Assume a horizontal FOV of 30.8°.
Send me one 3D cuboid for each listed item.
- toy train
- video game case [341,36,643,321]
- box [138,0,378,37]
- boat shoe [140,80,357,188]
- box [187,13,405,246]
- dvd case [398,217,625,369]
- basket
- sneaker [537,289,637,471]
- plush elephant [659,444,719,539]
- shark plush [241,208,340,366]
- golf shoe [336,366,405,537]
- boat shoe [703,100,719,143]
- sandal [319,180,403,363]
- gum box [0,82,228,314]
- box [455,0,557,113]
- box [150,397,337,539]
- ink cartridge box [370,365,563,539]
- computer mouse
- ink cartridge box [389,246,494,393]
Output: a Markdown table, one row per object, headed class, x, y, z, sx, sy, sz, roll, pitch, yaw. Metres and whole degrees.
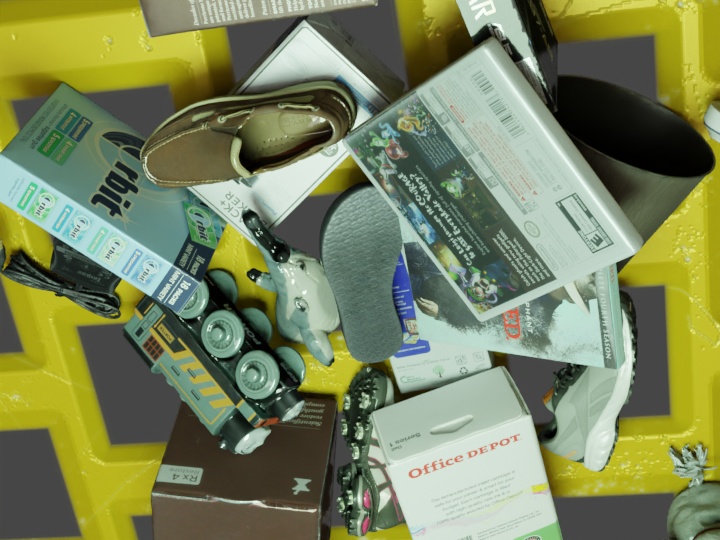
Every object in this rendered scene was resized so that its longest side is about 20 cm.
| class | x | y | z | sx | sy | sz | roll | pitch | yaw |
| --- | --- | --- | --- | --- | --- | --- | --- | --- | --- |
| toy train | -0.141 | 0.083 | 1.273 | 0.200 | 0.085 | 0.114 | 47 | 108 | 15 |
| video game case | 0.102 | -0.066 | 1.054 | 0.200 | 0.023 | 0.182 | 52 | 137 | -10 |
| box | -0.081 | -0.255 | 1.098 | 0.199 | 0.100 | 0.075 | -4 | 118 | 10 |
| boat shoe | -0.105 | -0.112 | 1.125 | 0.202 | 0.075 | 0.075 | -17 | 114 | 17 |
| box | -0.068 | -0.130 | 1.188 | 0.117 | 0.060 | 0.200 | 42 | 116 | -15 |
| dvd case | 0.127 | 0.006 | 1.128 | 0.199 | 0.022 | 0.147 | 7 | 120 | 33 |
| basket | 0.188 | -0.050 | 1.159 | 0.180 | 0.136 | 0.200 | 8 | 129 | -26 |
| sneaker | 0.223 | 0.109 | 1.276 | 0.079 | 0.074 | 0.201 | 13 | 120 | 6 |
| plush elephant | 0.366 | 0.289 | 1.306 | 0.164 | 0.155 | 0.200 | -25 | 113 | 20 |
| shark plush | -0.073 | 0.020 | 1.232 | 0.083 | 0.091 | 0.200 | 11 | 161 | 28 |
| golf shoe | 0.025 | 0.183 | 1.354 | 0.088 | 0.077 | 0.201 | -4 | 122 | -14 |
| boat shoe | 0.380 | -0.081 | 1.153 | 0.199 | 0.072 | 0.066 | 24 | 115 | -15 |
| sandal | -0.001 | 0.000 | 1.214 | 0.076 | 0.043 | 0.201 | -9 | 129 | -9 |
| gum box | -0.218 | -0.069 | 1.179 | 0.200 | 0.170 | 0.045 | 32 | 117 | -11 |
| box | 0.105 | -0.236 | 1.049 | 0.043 | 0.160 | 0.200 | -18 | 114 | 18 |
| box | -0.114 | 0.251 | 1.337 | 0.165 | 0.164 | 0.201 | 6 | 124 | 3 |
| ink cartridge box | 0.108 | 0.210 | 1.301 | 0.144 | 0.084 | 0.200 | -20 | 127 | -1 |
| computer mouse | -0.284 | -0.023 | 1.251 | 0.140 | 0.046 | 0.200 | 21 | 156 | -5 |
| ink cartridge box | 0.061 | 0.022 | 1.268 | 0.099 | 0.039 | 0.201 | -10 | 118 | 13 |
